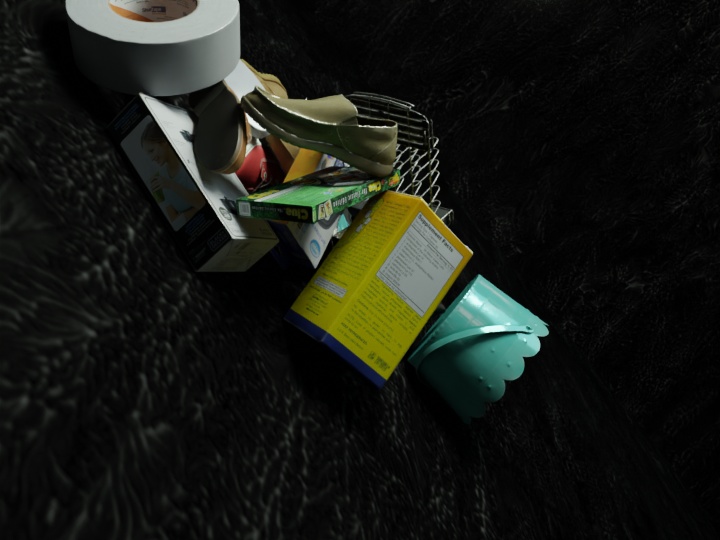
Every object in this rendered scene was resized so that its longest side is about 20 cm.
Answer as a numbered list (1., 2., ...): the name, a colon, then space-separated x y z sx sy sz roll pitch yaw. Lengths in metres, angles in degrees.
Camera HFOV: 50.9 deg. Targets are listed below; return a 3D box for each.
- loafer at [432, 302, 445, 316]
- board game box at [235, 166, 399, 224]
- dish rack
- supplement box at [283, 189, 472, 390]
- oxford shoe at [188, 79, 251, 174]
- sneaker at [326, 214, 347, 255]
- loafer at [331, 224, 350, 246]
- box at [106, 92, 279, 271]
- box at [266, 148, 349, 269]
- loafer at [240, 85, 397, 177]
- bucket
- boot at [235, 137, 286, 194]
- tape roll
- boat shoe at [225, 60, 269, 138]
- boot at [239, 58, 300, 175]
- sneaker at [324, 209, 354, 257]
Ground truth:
1. loafer: 0.084 0.042 1.230 0.200 0.072 0.073 -170 -118 -82
2. board game box: -0.043 -0.092 0.880 0.199 0.103 0.024 -30 125 -54
3. dish rack: 0.040 -0.137 0.973 0.055 0.151 0.202 -50 146 -38
4. supplement box: 0.021 0.018 0.907 0.109 0.201 0.109 41 -10 -31
5. oxford shoe: -0.151 -0.164 0.882 0.071 0.071 0.201 44 16 -36
6. sneaker: 0.000 0.000 1.117 0.078 0.078 0.202 100 -30 -61
7. loafer: 0.010 0.024 1.026 0.076 0.068 0.202 110 -35 -56
8. box: -0.189 -0.097 0.865 0.201 0.060 0.116 56 17 11
9. box: -0.060 -0.098 1.007 0.041 0.203 0.119 14 -22 23
10. loafer: -0.041 -0.171 0.863 0.197 0.068 0.076 17 18 -29
11. bucket: 0.176 0.118 1.172 0.134 0.208 0.207 40 15 4
12. boot: -0.129 -0.115 1.058 0.145 0.072 0.200 52 12 -5
13. tape roll: -0.242 -0.288 0.898 0.196 0.067 0.202 5 43 -4
14. boat shoe: -0.192 -0.248 1.016 0.201 0.070 0.071 50 44 3
15. boot: -0.113 -0.203 1.118 0.201 0.066 0.175 53 16 15
16. sneaker: -0.030 -0.083 1.244 0.075 0.079 0.201 37 21 -40
